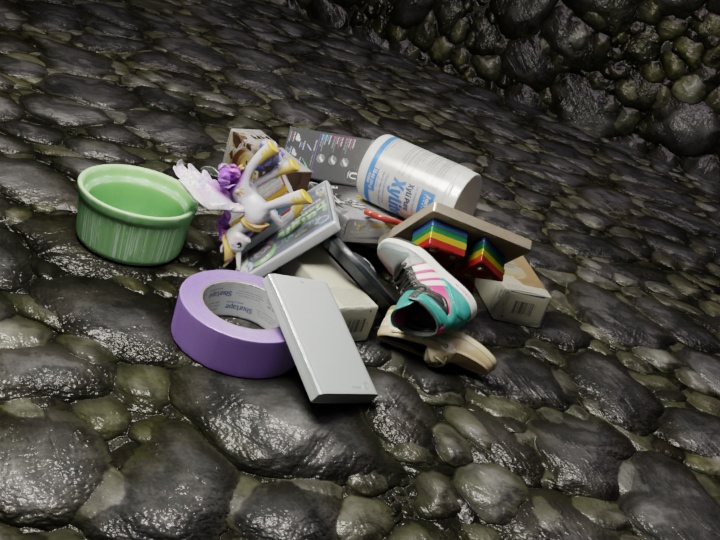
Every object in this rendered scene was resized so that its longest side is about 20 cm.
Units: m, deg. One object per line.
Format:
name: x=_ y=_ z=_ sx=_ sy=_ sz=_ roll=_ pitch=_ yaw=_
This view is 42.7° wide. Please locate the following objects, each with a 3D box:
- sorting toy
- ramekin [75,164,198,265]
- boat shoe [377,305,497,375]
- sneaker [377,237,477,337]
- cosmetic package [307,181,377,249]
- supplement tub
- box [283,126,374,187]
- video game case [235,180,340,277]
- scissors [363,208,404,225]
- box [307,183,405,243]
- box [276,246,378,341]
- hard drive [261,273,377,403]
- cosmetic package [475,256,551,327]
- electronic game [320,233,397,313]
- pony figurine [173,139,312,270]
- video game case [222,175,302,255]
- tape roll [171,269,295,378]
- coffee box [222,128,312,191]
sorting toy: x=0.156 y=-0.023 z=1.586 sx=0.198 sy=0.200 sz=0.070 roll=20 pitch=66 yaw=-21
ramekin: x=-0.379 y=-0.091 z=1.540 sx=0.199 sy=0.098 sz=0.200 roll=16 pitch=25 yaw=-7
boat shoe: x=0.124 y=0.128 z=1.500 sx=0.199 sy=0.072 sz=0.065 roll=26 pitch=62 yaw=6
sneaker: x=0.078 y=0.035 z=1.473 sx=0.200 sy=0.084 sz=0.121 roll=39 pitch=46 yaw=21
cosmetic package: x=-0.018 y=-0.108 z=1.863 sx=0.199 sy=0.074 sz=0.102 roll=13 pitch=26 yaw=-10
supplement tub: x=0.106 y=-0.155 z=1.676 sx=0.199 sy=0.133 sz=0.132 roll=26 pitch=26 yaw=23
box: x=-0.054 y=-0.221 z=1.929 sx=0.199 sy=0.107 sz=0.122 roll=12 pitch=-8 yaw=23
video game case: x=-0.130 y=-0.065 z=1.588 sx=0.023 sy=0.199 sz=0.182 roll=55 pitch=10 yaw=-27
scissors: x=0.102 y=-0.075 z=1.634 sx=0.199 sy=0.014 sz=0.073 roll=16 pitch=4 yaw=-12
box: x=0.016 y=-0.105 z=1.732 sx=0.199 sy=0.049 sz=0.158 roll=2 pitch=27 yaw=-33
box: x=-0.060 y=0.036 z=1.542 sx=0.082 sy=0.069 sz=0.200 roll=1 pitch=30 yaw=-35
hard drive: x=-0.059 y=0.099 z=1.340 sx=0.132 sy=0.026 sz=0.201 roll=10 pitch=47 yaw=-50
cosmetic package: x=0.288 y=0.024 z=1.810 sx=0.105 sy=0.071 sz=0.200 roll=10 pitch=26 yaw=-17
electronic game: x=0.000 y=0.000 z=1.582 sx=0.200 sy=0.042 sz=0.200 roll=48 pitch=-2 yaw=2
pony figurine: x=-0.196 y=-0.125 z=1.531 sx=0.194 sy=0.200 sz=0.166 roll=56 pitch=18 yaw=5
video game case: x=-0.182 y=-0.105 z=1.669 sx=0.017 sy=0.143 sz=0.200 roll=54 pitch=4 yaw=-27
tape roll: x=-0.179 y=0.077 z=1.379 sx=0.199 sy=0.066 sz=0.200 roll=16 pitch=24 yaw=-8
coffee box: x=-0.195 y=-0.194 z=1.865 sx=0.080 sy=0.114 sz=0.200 roll=-5 pitch=33 yaw=-41
